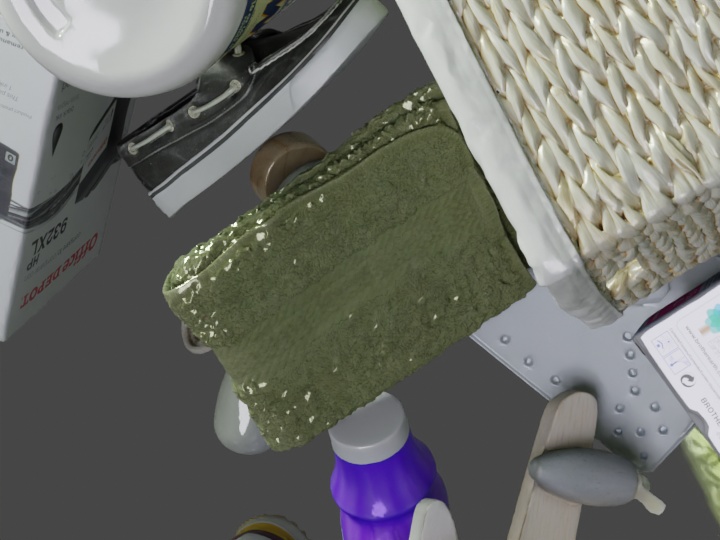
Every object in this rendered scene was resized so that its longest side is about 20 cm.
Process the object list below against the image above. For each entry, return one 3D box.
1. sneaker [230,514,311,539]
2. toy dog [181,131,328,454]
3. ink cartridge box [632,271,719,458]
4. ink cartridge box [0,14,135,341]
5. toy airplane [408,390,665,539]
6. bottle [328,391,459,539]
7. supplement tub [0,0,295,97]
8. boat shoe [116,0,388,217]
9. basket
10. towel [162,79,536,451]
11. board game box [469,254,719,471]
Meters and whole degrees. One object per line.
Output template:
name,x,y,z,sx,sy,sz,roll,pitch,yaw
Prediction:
sneaker,-0.025,0.256,1.325,0.200,0.090,0.075,46,118,-3
toy dog,-0.025,0.011,1.223,0.096,0.132,0.200,6,132,-28
ink cartridge box,0.261,0.028,1.086,0.200,0.042,0.120,-35,92,25
ink cartridge box,-0.199,-0.081,1.213,0.083,0.145,0.201,21,117,8
toy airplane,0.108,0.199,1.183,0.141,0.199,0.201,7,125,36
bottle,0.024,0.160,1.242,0.065,0.084,0.201,-6,131,12
supplement tub,-0.100,-0.188,1.104,0.144,0.200,0.146,7,113,16
boat shoe,-0.069,-0.108,1.201,0.200,0.071,0.064,-37,98,29
basket,0.128,-0.099,1.033,0.160,0.198,0.201,-30,76,8
towel,0.000,0.000,1.142,0.200,0.036,0.149,-36,120,-7
board game box,0.153,-0.011,1.191,0.200,0.026,0.200,39,118,1
